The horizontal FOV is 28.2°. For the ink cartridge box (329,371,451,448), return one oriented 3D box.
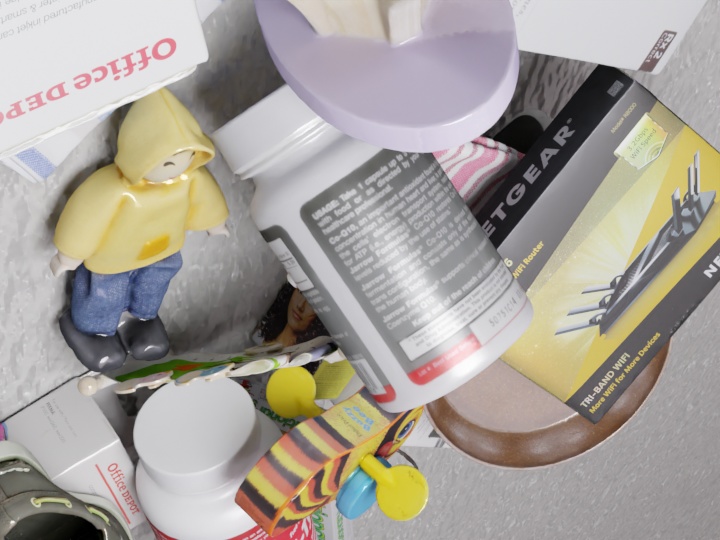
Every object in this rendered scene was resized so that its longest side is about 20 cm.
[{"bbox_3d":[0.051,0.084,1.179,0.200,0.116,0.067,10,121,-52],"label":"ink cartridge box"}]

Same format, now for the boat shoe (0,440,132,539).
[{"bbox_3d":[-0.201,0.182,0.959,0.072,0.060,0.202,-38,146,-4],"label":"boat shoe"}]

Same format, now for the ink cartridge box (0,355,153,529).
[{"bbox_3d":[-0.222,0.157,1.025,0.200,0.068,0.117,-33,147,-14],"label":"ink cartridge box"}]

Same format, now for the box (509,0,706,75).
[{"bbox_3d":[0.142,-0.243,0.866,0.200,0.131,0.199,0,129,-46],"label":"box"}]

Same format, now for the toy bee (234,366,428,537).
[{"bbox_3d":[-0.004,0.103,0.970,0.109,0.131,0.200,-60,178,22],"label":"toy bee"}]

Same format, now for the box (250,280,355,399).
[{"bbox_3d":[0.000,0.000,1.064,0.050,0.075,0.200,6,124,-50],"label":"box"}]

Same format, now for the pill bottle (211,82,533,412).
[{"bbox_3d":[0.006,-0.026,0.865,0.114,0.200,0.114,-33,-172,5],"label":"pill bottle"}]

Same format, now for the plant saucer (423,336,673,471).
[{"bbox_3d":[0.131,0.051,1.042,0.199,0.035,0.201,-7,117,-15],"label":"plant saucer"}]

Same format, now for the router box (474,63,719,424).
[{"bbox_3d":[0.162,-0.016,0.973,0.157,0.052,0.200,33,101,-27],"label":"router box"}]

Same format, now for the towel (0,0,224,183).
[{"bbox_3d":[-0.150,-0.141,0.785,0.200,0.024,0.147,-43,149,2],"label":"towel"}]

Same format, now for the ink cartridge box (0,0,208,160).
[{"bbox_3d":[-0.166,-0.163,0.655,0.145,0.088,0.200,-26,136,-16],"label":"ink cartridge box"}]

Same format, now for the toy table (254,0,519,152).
[{"bbox_3d":[0.004,-0.169,0.745,0.184,0.200,0.117,-36,143,-14],"label":"toy table"}]

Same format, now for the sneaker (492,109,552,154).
[{"bbox_3d":[0.076,-0.036,1.100,0.099,0.071,0.200,-10,141,-46],"label":"sneaker"}]

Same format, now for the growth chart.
[{"bbox_3d":[-0.079,0.060,0.974,0.199,0.018,0.145,-8,-177,11],"label":"growth chart"}]

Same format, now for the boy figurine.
[{"bbox_3d":[-0.132,-0.029,0.902,0.124,0.065,0.200,-10,140,-35],"label":"boy figurine"}]

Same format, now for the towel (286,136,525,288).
[{"bbox_3d":[0.057,-0.027,0.995,0.200,0.030,0.147,15,118,-49],"label":"towel"}]

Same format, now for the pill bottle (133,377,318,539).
[{"bbox_3d":[-0.097,0.168,1.035,0.112,0.112,0.200,-31,140,-16],"label":"pill bottle"}]

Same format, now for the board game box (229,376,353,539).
[{"bbox_3d":[-0.070,0.158,1.135,0.035,0.126,0.200,-57,158,-33],"label":"board game box"}]
